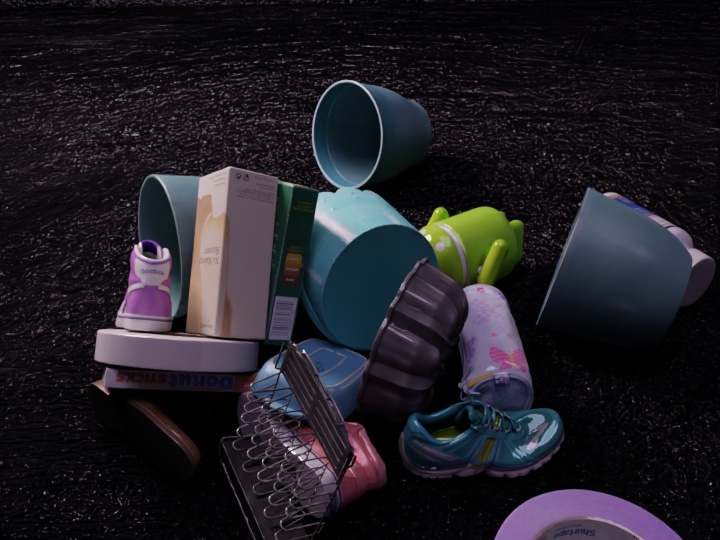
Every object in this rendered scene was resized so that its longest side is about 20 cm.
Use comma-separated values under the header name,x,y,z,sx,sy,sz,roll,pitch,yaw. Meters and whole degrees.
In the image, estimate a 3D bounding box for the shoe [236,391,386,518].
name,x,y,z,sx,sy,sz,roll,pitch,yaw
shoe,-0.059,0.196,0.787,0.090,0.073,0.199,-10,29,-38

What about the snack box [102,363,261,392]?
name,x,y,z,sx,sy,sz,roll,pitch,yaw
snack box,-0.208,0.130,0.839,0.196,0.025,0.072,7,-3,-23

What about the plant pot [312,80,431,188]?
name,x,y,z,sx,sy,sz,roll,pitch,yaw
plant pot,0.035,-0.269,1.370,0.186,0.204,0.199,-12,32,-44

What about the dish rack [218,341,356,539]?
name,x,y,z,sx,sy,sz,roll,pitch,yaw
dish rack,-0.074,0.179,0.676,0.054,0.202,0.154,-9,48,-35

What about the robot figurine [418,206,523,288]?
name,x,y,z,sx,sy,sz,roll,pitch,yaw
robot figurine,0.160,-0.027,1.063,0.197,0.118,0.175,-19,34,-25

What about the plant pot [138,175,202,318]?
name,x,y,z,sx,sy,sz,roll,pitch,yaw
plant pot,-0.219,-0.043,1.015,0.158,0.204,0.200,-9,33,-31

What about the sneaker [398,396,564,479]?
name,x,y,z,sx,sy,sz,roll,pitch,yaw
sneaker,0.141,0.186,0.783,0.195,0.081,0.078,-6,34,-10

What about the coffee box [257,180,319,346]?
name,x,y,z,sx,sy,sz,roll,pitch,yaw
coffee box,-0.114,-0.015,0.900,0.043,0.205,0.122,7,6,-33

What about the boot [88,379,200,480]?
name,x,y,z,sx,sy,sz,roll,pitch,yaw
boot,-0.241,0.173,0.821,0.198,0.075,0.075,25,31,36

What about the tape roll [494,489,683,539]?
name,x,y,z,sx,sy,sz,roll,pitch,yaw
tape roll,0.213,0.302,0.625,0.195,0.067,0.202,-1,35,0

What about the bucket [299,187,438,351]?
name,x,y,z,sx,sy,sz,roll,pitch,yaw
bucket,0.000,0.000,0.944,0.203,0.211,0.135,-15,29,-21

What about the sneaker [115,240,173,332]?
name,x,y,z,sx,sy,sz,roll,pitch,yaw
sneaker,-0.278,0.022,0.911,0.071,0.117,0.200,4,-6,-24

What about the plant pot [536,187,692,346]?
name,x,y,z,sx,sy,sz,roll,pitch,yaw
plant pot,0.352,0.011,0.947,0.158,0.203,0.201,22,38,14

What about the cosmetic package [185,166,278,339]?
name,x,y,z,sx,sy,sz,roll,pitch,yaw
cosmetic package,-0.163,-0.018,0.869,0.070,0.205,0.104,8,-8,-34

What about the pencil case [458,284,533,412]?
name,x,y,z,sx,sy,sz,roll,pitch,yaw
pencil case,0.165,0.105,0.900,0.089,0.084,0.201,-7,33,6

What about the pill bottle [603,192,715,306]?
name,x,y,z,sx,sy,sz,roll,pitch,yaw
pill bottle,0.439,-0.031,1.072,0.109,0.113,0.200,-17,37,-23

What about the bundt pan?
name,x,y,z,sx,sy,sz,roll,pitch,yaw
bundt pan,0.071,0.093,0.826,0.075,0.205,0.202,23,39,15

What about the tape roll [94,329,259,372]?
name,x,y,z,sx,sy,sz,roll,pitch,yaw
tape roll,-0.223,0.098,0.853,0.198,0.038,0.203,4,-4,0

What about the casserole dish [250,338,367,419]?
name,x,y,z,sx,sy,sz,roll,pitch,yaw
casserole dish,-0.051,0.126,0.838,0.119,0.040,0.200,18,13,16
